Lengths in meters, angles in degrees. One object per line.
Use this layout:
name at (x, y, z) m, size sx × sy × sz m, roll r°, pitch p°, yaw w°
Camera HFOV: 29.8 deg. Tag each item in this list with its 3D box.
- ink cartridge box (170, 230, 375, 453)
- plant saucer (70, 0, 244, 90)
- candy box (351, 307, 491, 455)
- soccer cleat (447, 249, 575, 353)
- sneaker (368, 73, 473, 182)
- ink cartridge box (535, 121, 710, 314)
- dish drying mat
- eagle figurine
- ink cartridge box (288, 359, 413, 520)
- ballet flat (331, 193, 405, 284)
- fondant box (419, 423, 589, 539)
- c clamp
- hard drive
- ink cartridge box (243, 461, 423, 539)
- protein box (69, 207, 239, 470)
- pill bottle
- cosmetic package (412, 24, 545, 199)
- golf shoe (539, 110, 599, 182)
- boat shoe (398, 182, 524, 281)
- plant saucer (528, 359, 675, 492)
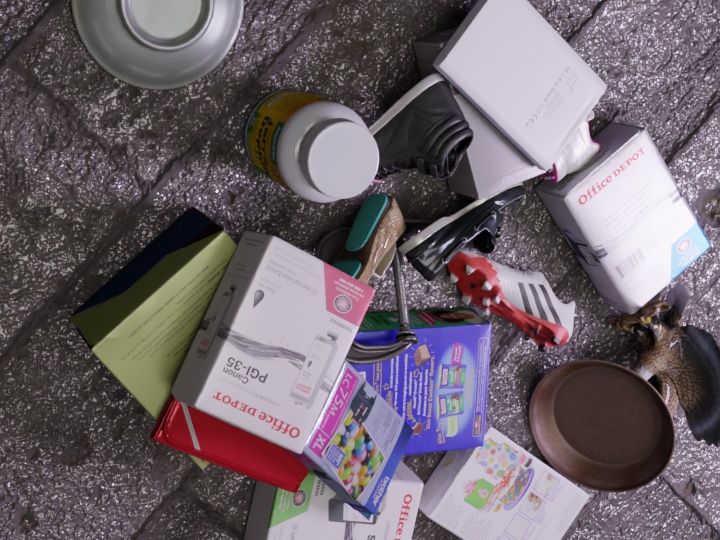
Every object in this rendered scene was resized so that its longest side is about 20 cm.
ink cartridge box at (-0.094, 0.079, 1.469) m, size 0.146 × 0.083 × 0.201 m, roll 27°, pitch 83°, yaw -26°
plant saucer at (-0.220, -0.300, 1.503) m, size 0.198 × 0.050 × 0.202 m, roll -6°, pitch 105°, yaw -21°
candy box at (0.058, 0.142, 1.710) m, size 0.198 × 0.077 × 0.171 m, roll -3°, pitch 105°, yaw -22°
soccer cleat at (0.196, 0.024, 1.747) m, size 0.199 × 0.069 × 0.086 m, roll 35°, pitch 56°, yaw -12°
sneaker at (0.050, -0.130, 1.599) m, size 0.200 × 0.071 × 0.099 m, roll -44°, pitch 74°, yaw 18°
ink cartridge box at (0.344, -0.070, 1.766) m, size 0.146 × 0.086 × 0.201 m, roll -39°, pitch 112°, yaw -9°
dish drying mat at (-0.136, 0.191, 1.527) m, size 0.199 × 0.018 × 0.077 m, roll 26°, pitch 93°, yaw -30°
eagle figurine at (0.416, 0.133, 1.816) m, size 0.150 × 0.152 × 0.201 m, roll -35°, pitch 95°, yaw 22°
ink cartridge box at (-0.004, 0.204, 1.592) m, size 0.200 × 0.042 × 0.120 m, roll 50°, pitch 59°, yaw -43°
ballet flat at (0.000, 0.000, 1.602) m, size 0.065 × 0.070 × 0.201 m, roll 49°, pitch 62°, yaw -32°
fondant box at (0.191, 0.307, 1.815) m, size 0.199 × 0.058 × 0.145 m, roll 36°, pitch 88°, yaw -26°
c clamp at (0.027, 0.019, 1.646) m, size 0.169 × 0.027 × 0.202 m, roll 6°, pitch 69°, yaw -16°
hard drive at (0.192, -0.232, 1.608) m, size 0.200 × 0.025 × 0.132 m, roll 40°, pitch 83°, yaw -27°
ink cartridge box at (-0.035, 0.314, 1.710) m, size 0.198 × 0.084 × 0.147 m, roll 9°, pitch 100°, yaw -23°
protein box at (-0.188, 0.076, 1.560) m, size 0.198 × 0.135 × 0.200 m, roll -42°, pitch 115°, yaw -8°
pill bottle at (-0.053, -0.139, 1.526) m, size 0.112 × 0.200 × 0.114 m, roll -5°, pitch 105°, yaw -20°
cosmetic package at (0.146, -0.199, 1.655) m, size 0.106 × 0.090 × 0.202 m, roll -24°, pitch 108°, yaw -17°
golf shoe at (0.240, -0.216, 1.691) m, size 0.091 × 0.075 × 0.202 m, roll -21°, pitch 107°, yaw -15°
boat shoe at (0.138, -0.047, 1.672) m, size 0.199 × 0.074 × 0.066 m, roll -29°, pitch 85°, yaw -35°
plant saucer at (0.324, 0.201, 1.800) m, size 0.037 × 0.199 × 0.202 m, roll -43°, pitch 124°, yaw -55°
